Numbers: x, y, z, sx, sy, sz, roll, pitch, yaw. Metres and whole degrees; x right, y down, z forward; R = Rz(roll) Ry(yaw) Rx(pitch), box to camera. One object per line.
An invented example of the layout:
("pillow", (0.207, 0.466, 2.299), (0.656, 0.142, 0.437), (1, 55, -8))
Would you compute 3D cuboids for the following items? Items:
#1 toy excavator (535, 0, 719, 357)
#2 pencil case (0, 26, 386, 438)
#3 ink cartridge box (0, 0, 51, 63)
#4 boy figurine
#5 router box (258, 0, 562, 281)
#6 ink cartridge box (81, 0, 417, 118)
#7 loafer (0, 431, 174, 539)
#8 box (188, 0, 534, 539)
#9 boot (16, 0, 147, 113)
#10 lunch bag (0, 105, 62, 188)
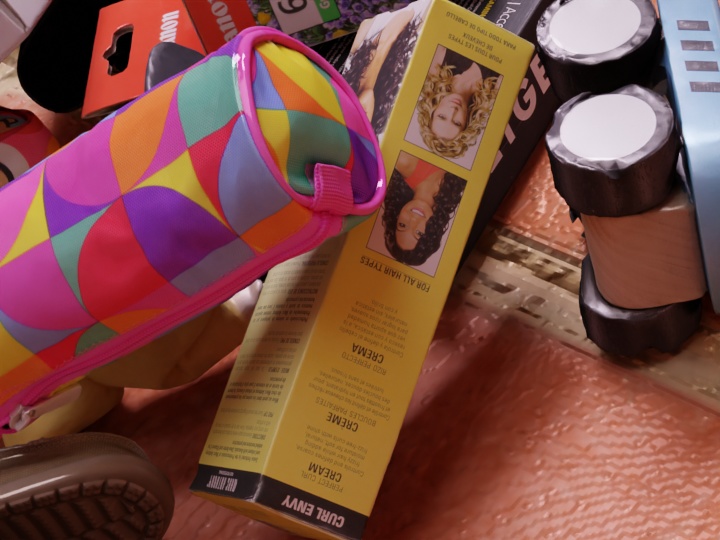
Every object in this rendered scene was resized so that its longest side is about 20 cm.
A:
("toy excavator", (0.172, -0.073, 0.867), (0.198, 0.100, 0.195), (-9, 42, 8))
("pencil case", (-0.085, -0.008, 0.821), (0.199, 0.088, 0.089), (-33, 32, 30))
("ink cartridge box", (-0.210, -0.114, 1.029), (0.147, 0.083, 0.200), (-42, 14, 15))
("boy figurine", (-0.093, 0.004, 0.928), (0.200, 0.123, 0.065), (-56, 30, 36))
("router box", (0.014, -0.079, 1.001), (0.148, 0.051, 0.201), (4, 47, 38))
("ink cartridge box", (-0.041, -0.144, 1.023), (0.198, 0.051, 0.109), (-17, 33, 10))
("loafer", (-0.167, 0.103, 0.902), (0.199, 0.076, 0.069), (-20, 44, 16))
("box", (0.000, 0.000, 0.846), (0.075, 0.050, 0.201), (-8, 61, 67))
("boot", (-0.096, -0.176, 1.170), (0.199, 0.077, 0.169), (-33, 32, 10))
("lunch bag", (-0.223, 0.006, 1.030), (0.200, 0.082, 0.176), (-42, 19, -14))
